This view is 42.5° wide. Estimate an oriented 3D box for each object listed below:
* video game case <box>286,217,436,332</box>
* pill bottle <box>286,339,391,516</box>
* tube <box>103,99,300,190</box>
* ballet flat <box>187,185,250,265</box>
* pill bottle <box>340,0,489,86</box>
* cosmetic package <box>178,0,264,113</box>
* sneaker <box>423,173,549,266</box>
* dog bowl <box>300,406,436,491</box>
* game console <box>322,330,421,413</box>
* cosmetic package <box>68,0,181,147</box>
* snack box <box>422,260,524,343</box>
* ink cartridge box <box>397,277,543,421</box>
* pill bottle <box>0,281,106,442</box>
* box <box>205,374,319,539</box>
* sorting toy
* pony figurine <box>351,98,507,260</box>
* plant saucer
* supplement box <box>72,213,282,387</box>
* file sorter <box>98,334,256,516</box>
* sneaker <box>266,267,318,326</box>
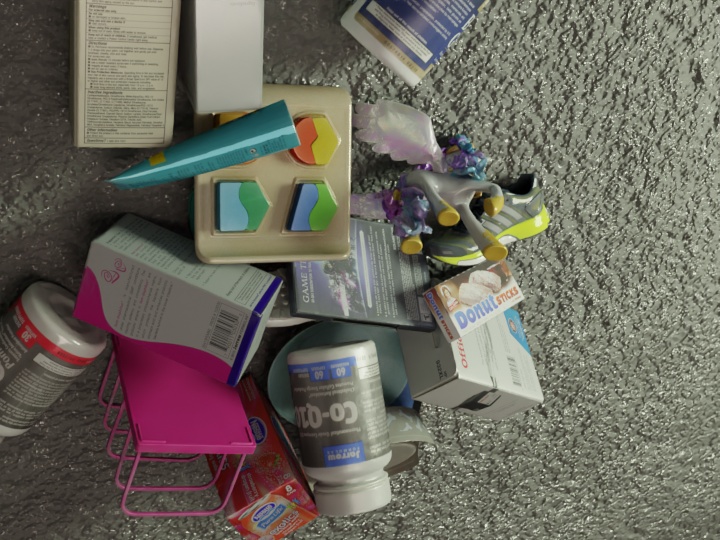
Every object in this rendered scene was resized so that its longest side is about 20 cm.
[{"bbox_3d":[0.000,0.000,1.154,0.199,0.144,0.019,8,152,-28],"label":"video game case"},{"bbox_3d":[-0.023,0.193,1.151,0.113,0.114,0.201,-9,89,-19],"label":"pill bottle"},{"bbox_3d":[-0.163,-0.120,0.961,0.199,0.077,0.051,-20,84,-2],"label":"tube"},{"bbox_3d":[-0.164,-0.029,1.109,0.064,0.075,0.201,-37,142,-39],"label":"ballet flat"},{"bbox_3d":[0.081,-0.308,0.992,0.111,0.111,0.200,33,105,-37],"label":"pill bottle"},{"bbox_3d":[-0.142,-0.270,0.923,0.071,0.102,0.201,-8,124,-19],"label":"cosmetic package"},{"bbox_3d":[0.162,-0.069,1.217,0.199,0.074,0.081,-26,120,-27],"label":"sneaker"},{"bbox_3d":[0.005,0.251,1.308,0.199,0.059,0.200,-14,155,-7],"label":"dog bowl"},{"bbox_3d":[0.014,0.158,1.330,0.176,0.031,0.201,-3,122,-23],"label":"game console"},{"bbox_3d":[-0.236,-0.230,0.915,0.103,0.087,0.201,-1,123,-22],"label":"cosmetic package"},{"bbox_3d":[0.152,0.034,1.221,0.024,0.072,0.200,-30,175,35],"label":"snack box"},{"bbox_3d":[0.146,0.111,1.255,0.084,0.146,0.200,-31,145,32],"label":"ink cartridge box"},{"bbox_3d":[-0.396,0.118,1.062,0.200,0.111,0.111,-46,128,9],"label":"pill bottle"},{"bbox_3d":[-0.140,0.247,1.209,0.099,0.200,0.096,-29,132,-3],"label":"box"},{"bbox_3d":[-0.094,-0.110,1.035,0.184,0.036,0.201,-2,93,-23],"label":"sorting toy"},{"bbox_3d":[0.078,-0.100,1.105,0.192,0.200,0.167,4,128,-9],"label":"pony figurine"},{"bbox_3d":[-0.031,0.133,1.259,0.200,0.039,0.202,-8,125,-12],"label":"plant saucer"},{"bbox_3d":[-0.204,0.030,1.040,0.199,0.103,0.102,24,115,0],"label":"supplement box"},{"bbox_3d":[-0.234,0.187,1.129,0.138,0.200,0.126,8,121,-29],"label":"file sorter"},{"bbox_3d":[-0.065,0.038,1.164,0.199,0.077,0.081,-15,153,-34],"label":"sneaker"}]
